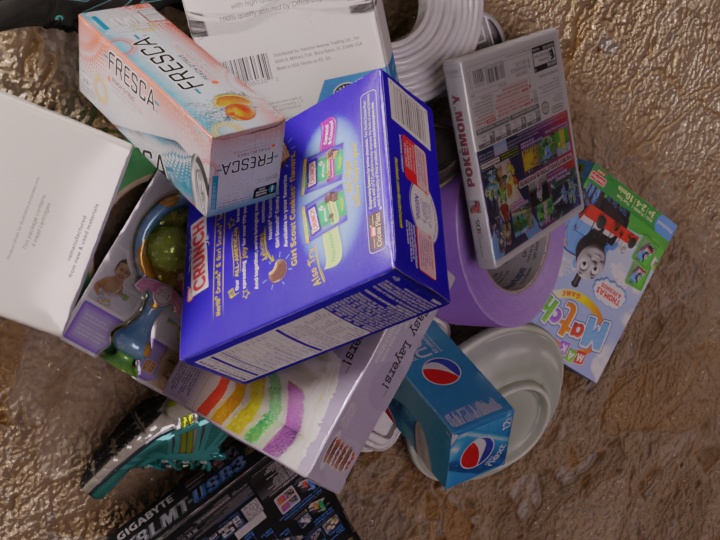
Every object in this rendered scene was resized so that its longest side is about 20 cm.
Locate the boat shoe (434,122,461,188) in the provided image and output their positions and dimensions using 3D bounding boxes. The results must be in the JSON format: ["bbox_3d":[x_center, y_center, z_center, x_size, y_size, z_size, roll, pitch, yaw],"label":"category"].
[{"bbox_3d":[-0.007,-0.102,0.929,0.197,0.073,0.075,-4,73,6],"label":"boat shoe"}]

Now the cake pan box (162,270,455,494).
[{"bbox_3d":[-0.043,0.049,0.845,0.201,0.183,0.052,-60,140,-9],"label":"cake pan box"}]

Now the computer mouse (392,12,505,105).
[{"bbox_3d":[0.048,-0.184,1.013,0.198,0.044,0.111,-24,108,-15],"label":"computer mouse"}]

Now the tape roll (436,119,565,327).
[{"bbox_3d":[0.123,-0.047,1.028,0.199,0.065,0.203,0,90,-51],"label":"tape roll"}]

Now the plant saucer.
[{"bbox_3d":[0.142,0.150,1.110,0.198,0.050,0.202,-17,127,-25],"label":"plant saucer"}]

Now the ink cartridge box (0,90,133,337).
[{"bbox_3d":[-0.283,-0.061,0.773,0.198,0.147,0.146,21,92,-14],"label":"ink cartridge box"}]

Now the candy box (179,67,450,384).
[{"bbox_3d":[-0.039,-0.027,0.790,0.077,0.199,0.171,32,45,-45],"label":"candy box"}]

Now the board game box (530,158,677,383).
[{"bbox_3d":[0.248,0.003,1.170,0.151,0.037,0.201,29,89,-31],"label":"board game box"}]

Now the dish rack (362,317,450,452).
[{"bbox_3d":[-0.005,0.083,1.049,0.199,0.043,0.173,31,86,-32],"label":"dish rack"}]

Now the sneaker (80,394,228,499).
[{"bbox_3d":[-0.157,0.147,0.940,0.199,0.078,0.080,-32,105,0],"label":"sneaker"}]

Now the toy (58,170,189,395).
[{"bbox_3d":[-0.149,0.000,0.891,0.115,0.047,0.201,34,86,-32],"label":"toy"}]

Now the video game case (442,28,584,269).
[{"bbox_3d":[0.146,-0.118,0.982,0.199,0.023,0.184,-29,111,-51],"label":"video game case"}]

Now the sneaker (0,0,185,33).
[{"bbox_3d":[-0.212,-0.215,0.843,0.199,0.075,0.080,-25,116,-21],"label":"sneaker"}]

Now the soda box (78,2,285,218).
[{"bbox_3d":[-0.137,-0.124,0.788,0.063,0.200,0.069,-19,136,-33],"label":"soda box"}]

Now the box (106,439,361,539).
[{"bbox_3d":[-0.110,0.262,1.011,0.199,0.050,0.200,-37,131,-14],"label":"box"}]

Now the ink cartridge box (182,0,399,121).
[{"bbox_3d":[-0.057,-0.207,0.832,0.145,0.086,0.202,-10,110,9],"label":"ink cartridge box"}]

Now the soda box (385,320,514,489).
[{"bbox_3d":[0.050,0.092,0.935,0.064,0.200,0.068,-17,132,-23],"label":"soda box"}]

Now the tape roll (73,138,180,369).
[{"bbox_3d":[-0.169,-0.016,0.931,0.198,0.048,0.203,-8,106,-27],"label":"tape roll"}]

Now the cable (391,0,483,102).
[{"bbox_3d":[0.016,-0.237,0.934,0.198,0.069,0.202,17,87,-18],"label":"cable"}]
